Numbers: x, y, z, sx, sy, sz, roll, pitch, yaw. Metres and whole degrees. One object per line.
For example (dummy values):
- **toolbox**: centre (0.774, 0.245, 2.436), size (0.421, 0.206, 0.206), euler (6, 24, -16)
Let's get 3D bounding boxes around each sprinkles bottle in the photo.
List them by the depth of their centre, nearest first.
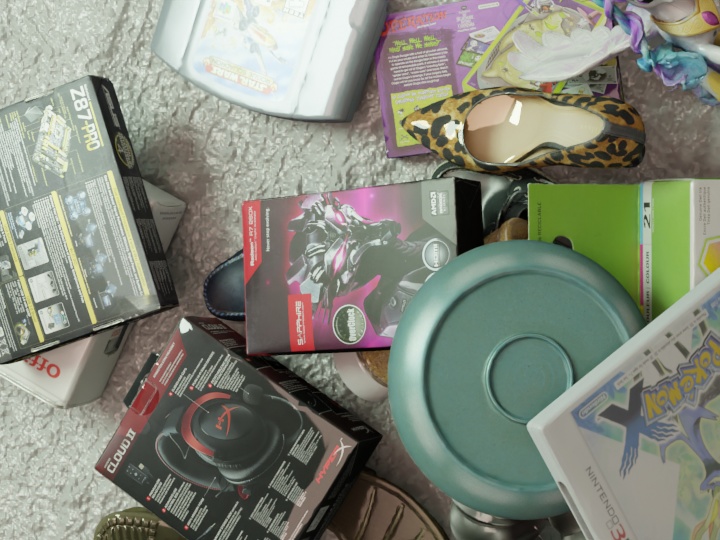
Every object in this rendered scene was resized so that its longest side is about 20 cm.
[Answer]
- **sprinkles bottle**: centre (0.066, 0.034, 1.175), size (0.200, 0.068, 0.069), euler (-35, 83, 35)

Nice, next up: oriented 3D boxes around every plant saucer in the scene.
- **plant saucer**: centre (0.119, 0.077, 1.054), size (0.198, 0.027, 0.202), euler (0, 86, -4)

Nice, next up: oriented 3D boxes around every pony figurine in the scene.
- **pony figurine**: centre (0.223, -0.189, 1.092), size (0.199, 0.193, 0.167), euler (26, 92, -23)

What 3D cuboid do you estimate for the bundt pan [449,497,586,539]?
- **bundt pan**: centre (0.148, 0.201, 1.140), size (0.201, 0.076, 0.203), euler (21, 123, 35)

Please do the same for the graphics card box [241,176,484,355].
- **graphics card box**: centre (0.000, 0.000, 1.139), size (0.199, 0.051, 0.127), euler (-4, 85, 30)

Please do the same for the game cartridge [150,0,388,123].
- **game cartridge**: centre (-0.081, -0.202, 1.239), size (0.199, 0.041, 0.134), euler (22, 96, 22)

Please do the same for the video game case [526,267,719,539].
- **video game case**: centre (0.232, 0.127, 1.053), size (0.199, 0.022, 0.183), euler (-36, 107, -21)

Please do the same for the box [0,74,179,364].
- **box**: centre (-0.255, -0.041, 1.218), size (0.160, 0.049, 0.201), euler (-19, 87, 16)

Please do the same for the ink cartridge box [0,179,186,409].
- **ink cartridge box**: centre (-0.262, -0.001, 1.290), size (0.145, 0.085, 0.201), euler (28, 98, 12)

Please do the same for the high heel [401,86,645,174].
- **high heel**: centre (0.118, -0.112, 1.117), size (0.198, 0.143, 0.072), euler (7, 89, 13)

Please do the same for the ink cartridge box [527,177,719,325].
- **ink cartridge box**: centre (0.228, 0.006, 1.103), size (0.198, 0.076, 0.149), euler (-2, 93, -24)

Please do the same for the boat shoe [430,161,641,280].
- **boat shoe**: centre (0.141, -0.037, 1.183), size (0.199, 0.066, 0.075), euler (31, 101, 12)

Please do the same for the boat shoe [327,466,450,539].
- **boat shoe**: centre (-0.002, 0.193, 1.235), size (0.199, 0.068, 0.072), euler (33, 96, 14)

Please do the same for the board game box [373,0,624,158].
- **board game box**: centre (0.111, -0.163, 1.205), size (0.198, 0.032, 0.121), euler (-7, 95, 15)

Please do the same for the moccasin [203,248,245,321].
- **moccasin**: centre (-0.049, -0.009, 1.236), size (0.199, 0.068, 0.081), euler (-21, 87, 17)

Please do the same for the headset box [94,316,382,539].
- **headset box**: centre (-0.107, 0.140, 1.192), size (0.199, 0.075, 0.149), euler (33, 97, 15)

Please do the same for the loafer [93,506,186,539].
- **loafer**: centre (-0.128, 0.237, 1.276), size (0.198, 0.067, 0.077), euler (14, 100, -1)
